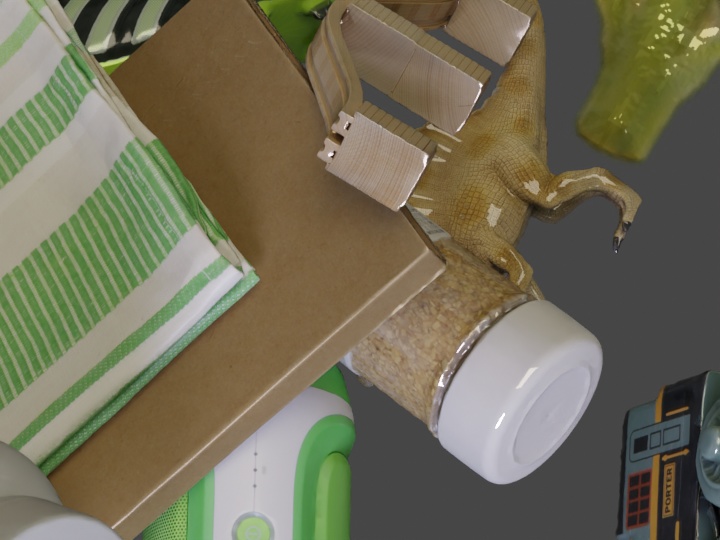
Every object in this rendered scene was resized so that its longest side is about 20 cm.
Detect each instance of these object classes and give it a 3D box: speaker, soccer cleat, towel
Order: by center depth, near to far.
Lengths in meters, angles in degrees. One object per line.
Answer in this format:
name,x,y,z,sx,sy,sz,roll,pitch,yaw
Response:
speaker,-0.044,0.134,0.998,0.088,0.089,0.201,3,70,-5
towel,-0.144,-0.020,1.011,0.152,0.023,0.200,-43,62,8
soccer cleat,-0.095,-0.101,1.089,0.199,0.068,0.081,-19,64,-11

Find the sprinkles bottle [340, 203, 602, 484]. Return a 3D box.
sprinkles bottle,0.000,0.000,1.030,0.200,0.068,0.068,37,70,26

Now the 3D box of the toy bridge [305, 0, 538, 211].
toy bridge,0.017,-0.081,1.018,0.067,0.027,0.200,30,26,2

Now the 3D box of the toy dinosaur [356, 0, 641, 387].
toy dinosaur,0.064,-0.037,1.086,0.101,0.058,0.201,24,70,4

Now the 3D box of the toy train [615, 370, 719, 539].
toy train,0.146,0.129,1.007,0.085,0.114,0.201,12,71,-25

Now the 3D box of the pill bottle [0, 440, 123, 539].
pill bottle,-0.170,0.102,0.916,0.199,0.111,0.111,12,63,42

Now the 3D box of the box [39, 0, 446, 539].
box,-0.084,0.006,1.005,0.200,0.021,0.164,-41,57,7
